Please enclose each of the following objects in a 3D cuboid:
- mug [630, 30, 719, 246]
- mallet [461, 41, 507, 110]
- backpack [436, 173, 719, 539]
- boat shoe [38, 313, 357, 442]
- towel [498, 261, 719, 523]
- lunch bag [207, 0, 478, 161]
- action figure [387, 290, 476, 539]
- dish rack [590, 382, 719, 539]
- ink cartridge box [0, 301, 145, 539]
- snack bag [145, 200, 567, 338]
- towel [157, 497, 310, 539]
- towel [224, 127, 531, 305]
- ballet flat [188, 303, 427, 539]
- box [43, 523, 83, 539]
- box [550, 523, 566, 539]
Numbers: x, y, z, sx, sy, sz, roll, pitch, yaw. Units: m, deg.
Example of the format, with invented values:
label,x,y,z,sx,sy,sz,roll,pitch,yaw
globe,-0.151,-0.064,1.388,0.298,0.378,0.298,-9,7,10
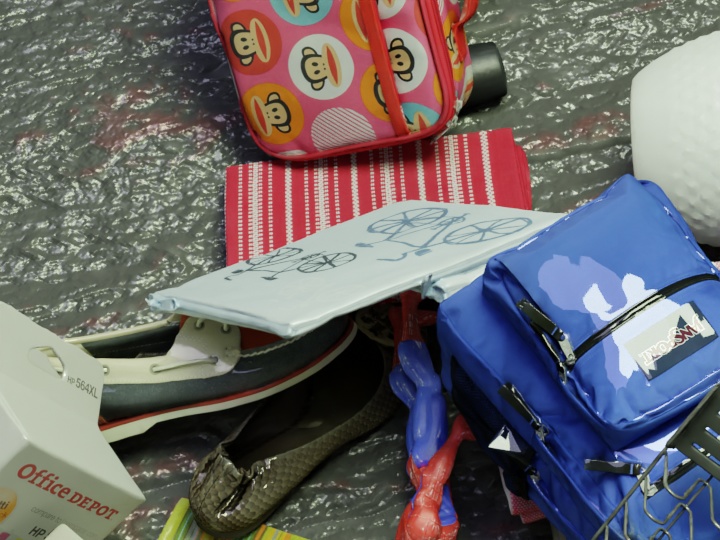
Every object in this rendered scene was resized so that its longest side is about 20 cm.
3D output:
label,x,y,z,sx,sy,sz,roll,pitch,yaw
mug,0.261,-0.092,1.346,0.174,0.149,0.200,-4,23,13
mallet,0.040,-0.181,1.493,0.066,0.041,0.201,-20,49,-5
backpack,0.147,0.069,1.138,0.162,0.168,0.200,-33,69,-8
boat shoe,-0.102,0.049,1.297,0.199,0.063,0.071,-17,17,8
towel,0.170,0.064,1.249,0.199,0.030,0.147,-10,55,-1
lunch bag,-0.005,-0.177,1.377,0.175,0.201,0.082,-8,19,24
action figure,0.041,0.103,1.254,0.051,0.066,0.201,7,60,-10
dish rack,0.174,0.161,1.038,0.153,0.200,0.055,36,21,2
ink cartridge box,-0.231,0.118,1.205,0.200,0.128,0.125,-44,58,6
snack bag,0.000,0.000,1.238,0.199,0.022,0.188,-21,15,-27
towel,-0.032,0.192,1.238,0.199,0.018,0.086,14,58,16
towel,0.013,-0.028,1.375,0.199,0.023,0.145,-7,43,2
ballet flat,-0.030,0.081,1.295,0.067,0.047,0.200,31,57,29
box,-0.173,0.259,1.143,0.128,0.109,0.200,35,68,26
box,0.201,0.093,1.267,0.199,0.041,0.157,-10,54,1
